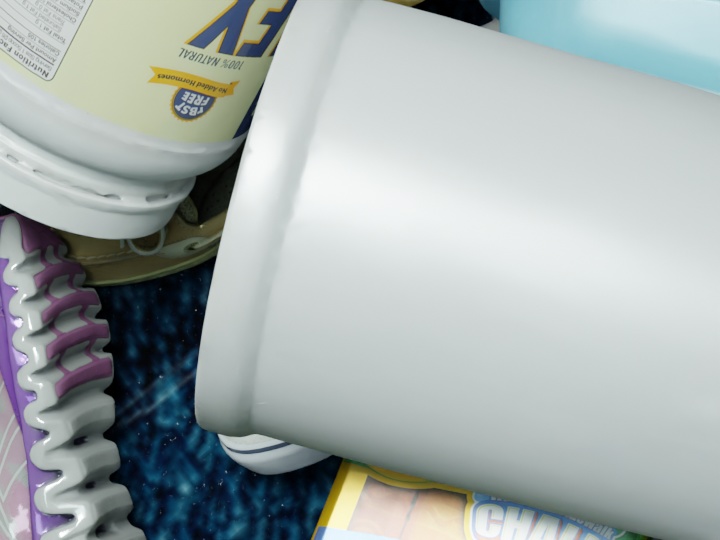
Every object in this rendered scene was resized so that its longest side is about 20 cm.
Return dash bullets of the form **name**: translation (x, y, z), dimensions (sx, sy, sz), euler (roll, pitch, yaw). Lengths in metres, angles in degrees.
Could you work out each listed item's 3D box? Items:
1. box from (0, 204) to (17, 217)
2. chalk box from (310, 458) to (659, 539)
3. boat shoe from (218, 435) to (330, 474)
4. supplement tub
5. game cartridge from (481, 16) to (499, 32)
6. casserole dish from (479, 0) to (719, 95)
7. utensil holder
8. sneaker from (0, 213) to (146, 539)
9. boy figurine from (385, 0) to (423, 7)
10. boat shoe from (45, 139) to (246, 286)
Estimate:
- **box**: translation (-0.247, -0.047, 1.114), dimensions (0.199, 0.051, 0.159), euler (19, 81, 13)
- **chalk box**: translation (0.050, 0.121, 0.993), dimensions (0.124, 0.124, 0.201), euler (19, 82, 12)
- **boat shoe**: translation (0.002, 0.003, 1.023), dimensions (0.202, 0.086, 0.075), euler (-38, 42, 16)
- **supplement tub**: translation (-0.086, -0.128, 0.974), dimensions (0.145, 0.145, 0.201), euler (38, 116, 14)
- **game cartridge**: translation (0.145, -0.084, 1.071), dimensions (0.199, 0.038, 0.130), euler (-25, 71, 3)
- **casserole dish**: translation (0.136, -0.069, 0.951), dimensions (0.199, 0.121, 0.039), euler (15, 80, 11)
- **utensil holder**: translation (0.058, 0.000, 0.886), dimensions (0.199, 0.170, 0.171), euler (14, 80, 4)
- **sneaker**: translation (-0.150, 0.078, 1.053), dimensions (0.088, 0.080, 0.201), euler (-11, 87, 18)
- **boy figurine**: translation (-0.003, -0.138, 1.070), dimensions (0.199, 0.124, 0.065), euler (-8, 111, 24)
- **boat shoe**: translation (-0.059, -0.052, 1.070), dimensions (0.200, 0.063, 0.074), euler (-19, 77, 15)
